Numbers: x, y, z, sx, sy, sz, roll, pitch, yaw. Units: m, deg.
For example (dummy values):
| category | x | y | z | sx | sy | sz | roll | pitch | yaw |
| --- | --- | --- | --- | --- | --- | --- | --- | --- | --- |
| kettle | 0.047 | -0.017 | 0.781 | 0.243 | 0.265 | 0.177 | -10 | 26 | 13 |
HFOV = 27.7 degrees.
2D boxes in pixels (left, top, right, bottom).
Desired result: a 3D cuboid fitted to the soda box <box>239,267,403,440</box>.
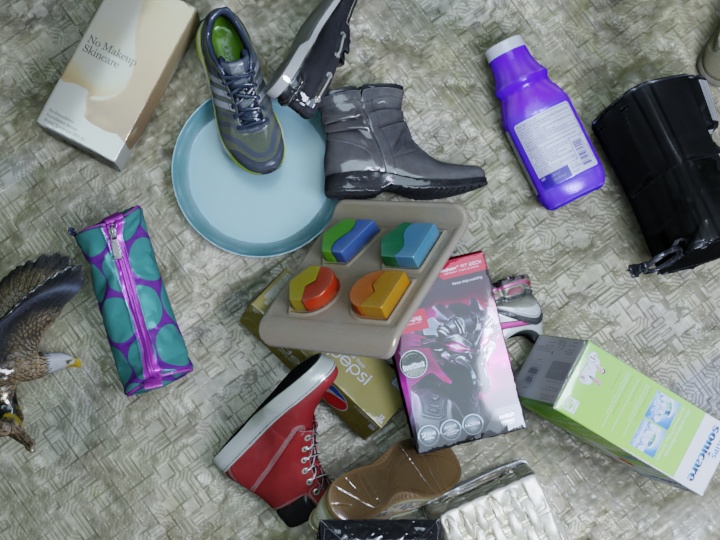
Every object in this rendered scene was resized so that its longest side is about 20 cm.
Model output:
| category | x | y | z | sx | sy | sz | roll | pitch | yaw |
| --- | --- | --- | --- | --- | --- | --- | --- | --- | --- |
| soda box | -0.039 | 0.094 | 1.628 | 0.200 | 0.068 | 0.064 | 44 | 64 | 1 |

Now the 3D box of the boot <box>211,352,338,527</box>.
| category | x | y | z | sx | sy | sz | roll | pitch | yaw |
| --- | --- | --- | --- | --- | --- | --- | --- | --- | --- |
| boot | -0.053 | 0.191 | 1.589 | 0.144 | 0.072 | 0.200 | 41 | 121 | -1 |

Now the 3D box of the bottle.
| category | x | y | z | sx | sy | sz | roll | pitch | yaw |
| --- | --- | --- | --- | --- | --- | --- | --- | --- | --- |
| bottle | 0.207 | -0.172 | 1.681 | 0.083 | 0.065 | 0.201 | -26 | 87 | -3 |

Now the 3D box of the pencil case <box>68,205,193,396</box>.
| category | x | y | z | sx | sy | sz | roll | pitch | yaw |
| --- | --- | --- | --- | --- | --- | --- | --- | --- | --- |
| pencil case | -0.252 | 0.035 | 1.612 | 0.085 | 0.092 | 0.201 | -19 | 87 | -6 |

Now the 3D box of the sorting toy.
| category | x | y | z | sx | sy | sz | roll | pitch | yaw |
| --- | --- | --- | --- | --- | --- | --- | --- | --- | --- |
| sorting toy | 0.000 | 0.000 | 1.552 | 0.037 | 0.185 | 0.200 | 56 | 51 | -38 |

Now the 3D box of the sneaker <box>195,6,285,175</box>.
| category | x | y | z | sx | sy | sz | roll | pitch | yaw |
| --- | --- | --- | --- | --- | --- | --- | --- | --- | --- |
| sneaker | -0.137 | -0.202 | 1.622 | 0.074 | 0.081 | 0.201 | -21 | 83 | -6 |

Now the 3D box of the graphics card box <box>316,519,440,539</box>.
| category | x | y | z | sx | sy | sz | roll | pitch | yaw |
| --- | --- | --- | --- | --- | --- | --- | --- | --- | --- |
| graphics card box | 0.013 | 0.312 | 1.545 | 0.125 | 0.200 | 0.051 | 1 | 66 | -4 |

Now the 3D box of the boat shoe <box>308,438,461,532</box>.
| category | x | y | z | sx | sy | sz | roll | pitch | yaw |
| --- | --- | --- | --- | --- | --- | --- | --- | --- | --- |
| boat shoe | 0.027 | 0.237 | 1.604 | 0.200 | 0.063 | 0.073 | -11 | 68 | -41 |

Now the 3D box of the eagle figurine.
| category | x | y | z | sx | sy | sz | roll | pitch | yaw |
| --- | --- | --- | --- | --- | --- | --- | --- | --- | --- |
| eagle figurine | -0.368 | 0.079 | 1.581 | 0.151 | 0.151 | 0.201 | 11 | 97 | 26 |

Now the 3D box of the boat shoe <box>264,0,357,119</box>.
| category | x | y | z | sx | sy | sz | roll | pitch | yaw |
| --- | --- | --- | --- | --- | --- | --- | --- | --- | --- |
| boat shoe | -0.042 | -0.250 | 1.643 | 0.060 | 0.074 | 0.200 | 38 | 47 | -15 |

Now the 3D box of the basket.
| category | x | y | z | sx | sy | sz | roll | pitch | yaw |
| --- | --- | --- | --- | --- | --- | --- | --- | --- | --- |
| basket | 0.169 | 0.324 | 1.600 | 0.135 | 0.123 | 0.201 | -23 | 87 | -5 |

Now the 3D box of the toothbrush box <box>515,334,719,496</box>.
| category | x | y | z | sx | sy | sz | roll | pitch | yaw |
| --- | --- | --- | --- | --- | --- | --- | --- | --- | --- |
| toothbrush box | 0.283 | 0.156 | 1.598 | 0.200 | 0.146 | 0.086 | 29 | 83 | -13 |

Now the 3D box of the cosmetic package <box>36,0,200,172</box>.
| category | x | y | z | sx | sy | sz | roll | pitch | yaw |
| --- | --- | --- | --- | --- | --- | --- | --- | --- | --- |
| cosmetic package | -0.271 | -0.225 | 1.645 | 0.105 | 0.071 | 0.201 | 26 | 83 | -1 |

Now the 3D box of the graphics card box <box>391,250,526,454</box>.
| category | x | y | z | sx | sy | sz | roll | pitch | yaw |
| --- | --- | --- | --- | --- | --- | --- | --- | --- | --- |
| graphics card box | 0.096 | 0.089 | 1.582 | 0.125 | 0.051 | 0.201 | -13 | 89 | -2 |

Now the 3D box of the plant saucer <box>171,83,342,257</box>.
| category | x | y | z | sx | sy | sz | roll | pitch | yaw |
| --- | --- | --- | --- | --- | --- | --- | --- | --- | --- |
| plant saucer | -0.116 | -0.113 | 1.670 | 0.199 | 0.027 | 0.201 | 1 | 84 | -5 |

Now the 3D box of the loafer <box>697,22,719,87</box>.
| category | x | y | z | sx | sy | sz | roll | pitch | yaw |
| --- | --- | --- | --- | --- | --- | --- | --- | --- | --- |
| loafer | 0.467 | -0.308 | 1.712 | 0.075 | 0.068 | 0.201 | 27 | 83 | -1 |

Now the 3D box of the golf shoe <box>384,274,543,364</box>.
| category | x | y | z | sx | sy | sz | roll | pitch | yaw |
| --- | --- | --- | --- | --- | --- | --- | --- | --- | --- |
| golf shoe | 0.113 | 0.075 | 1.646 | 0.199 | 0.073 | 0.092 | -20 | 88 | -6 |

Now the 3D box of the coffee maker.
| category | x | y | z | sx | sy | sz | roll | pitch | yaw |
| --- | --- | --- | --- | --- | --- | --- | --- | --- | --- |
| coffee maker | 0.349 | -0.110 | 1.626 | 0.135 | 0.192 | 0.201 | -33 | 73 | 34 |

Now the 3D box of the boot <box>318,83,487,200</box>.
| category | x | y | z | sx | sy | sz | roll | pitch | yaw |
| --- | --- | --- | --- | --- | --- | --- | --- | --- | --- |
| boot | 0.049 | -0.150 | 1.656 | 0.199 | 0.070 | 0.132 | 0 | 80 | -19 |
